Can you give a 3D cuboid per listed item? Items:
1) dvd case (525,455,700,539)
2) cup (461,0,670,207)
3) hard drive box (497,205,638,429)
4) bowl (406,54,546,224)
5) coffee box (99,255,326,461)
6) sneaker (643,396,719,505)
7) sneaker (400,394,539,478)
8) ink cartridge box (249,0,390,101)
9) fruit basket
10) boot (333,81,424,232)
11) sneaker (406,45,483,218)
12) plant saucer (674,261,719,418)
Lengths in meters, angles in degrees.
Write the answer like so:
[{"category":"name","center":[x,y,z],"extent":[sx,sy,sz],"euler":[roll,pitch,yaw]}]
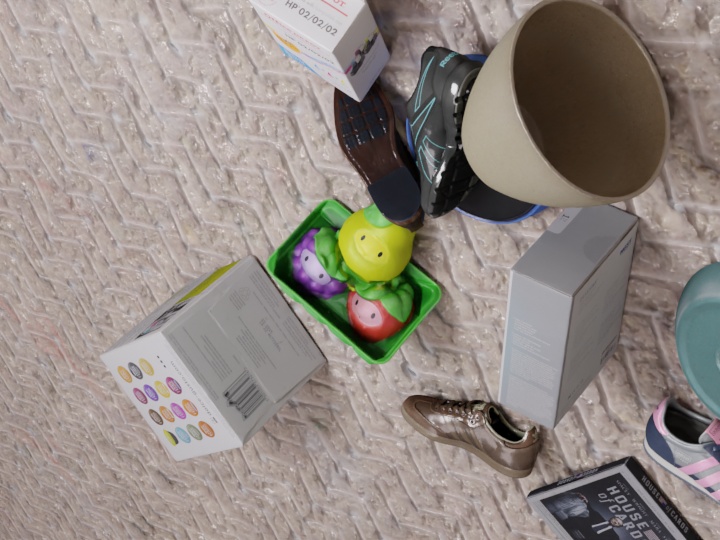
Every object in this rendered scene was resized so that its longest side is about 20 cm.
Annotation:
[{"category":"dvd case","center":[0.327,0.325,1.614],"extent":[0.151,0.025,0.200],"euler":[50,142,-4]},{"category":"cup","center":[0.179,-0.144,1.204],"extent":[0.201,0.200,0.143],"euler":[53,145,-9]},{"category":"hard drive box","center":[0.226,0.046,1.357],"extent":[0.076,0.156,0.201],"euler":[25,136,26]},{"category":"bowl","center":[0.136,-0.140,1.372],"extent":[0.199,0.039,0.202],"euler":[25,137,26]},{"category":"coffee box","center":[-0.215,0.130,1.803],"extent":[0.197,0.200,0.201],"euler":[-20,109,50]},{"category":"sneaker","center":[0.411,0.214,1.395],"extent":[0.199,0.070,0.083],"euler":[26,139,27]},{"category":"sneaker","center":[0.149,0.199,1.650],"extent":[0.199,0.070,0.076],"euler":[24,118,21]},{"category":"ink cartridge box","center":[-0.045,-0.266,1.324],"extent":[0.115,0.068,0.200],"euler":[34,176,15]},{"category":"fruit basket","center":[0.000,0.000,1.550],"extent":[0.215,0.156,0.216],"euler":[36,158,17]},{"category":"boot","center":[0.023,-0.134,1.448],"extent":[0.097,0.074,0.202],"euler":[48,-158,-72]},{"category":"sneaker","center":[0.090,-0.149,1.332],"extent":[0.079,0.075,0.201],"euler":[38,137,32]},{"category":"plant saucer","center":[0.394,0.091,1.286],"extent":[0.200,0.036,0.202],"euler":[40,142,40]}]
